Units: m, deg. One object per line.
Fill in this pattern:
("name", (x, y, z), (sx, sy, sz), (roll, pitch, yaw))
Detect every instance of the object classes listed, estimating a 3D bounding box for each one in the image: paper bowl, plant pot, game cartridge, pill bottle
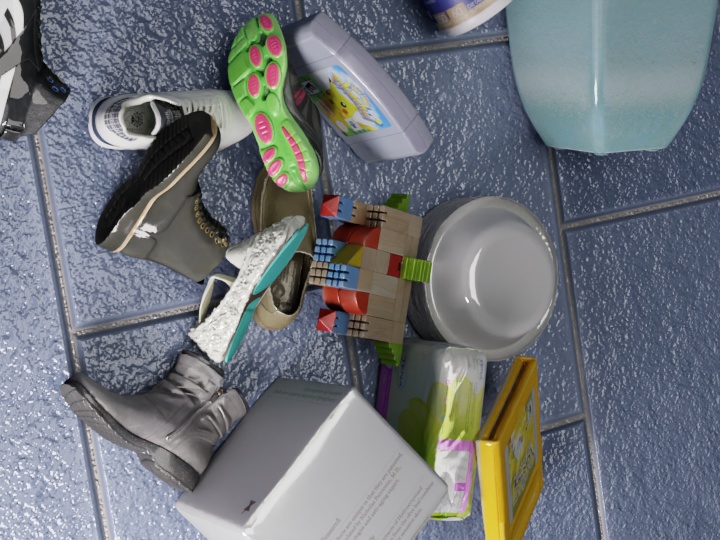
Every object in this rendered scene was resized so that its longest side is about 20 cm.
("paper bowl", (0.157, 0.010, 1.620), (0.199, 0.104, 0.203), (0, 91, -30))
("plant pot", (0.307, -0.250, 1.653), (0.194, 0.196, 0.202), (-6, 102, -28))
("game cartridge", (0.184, 0.233, 1.596), (0.177, 0.032, 0.201), (-55, 142, -51))
("game cartridge", (-0.011, -0.203, 1.507), (0.200, 0.133, 0.041), (46, 64, -21))
("pill bottle", (0.095, -0.389, 1.570), (0.116, 0.115, 0.201), (-42, 109, -21))

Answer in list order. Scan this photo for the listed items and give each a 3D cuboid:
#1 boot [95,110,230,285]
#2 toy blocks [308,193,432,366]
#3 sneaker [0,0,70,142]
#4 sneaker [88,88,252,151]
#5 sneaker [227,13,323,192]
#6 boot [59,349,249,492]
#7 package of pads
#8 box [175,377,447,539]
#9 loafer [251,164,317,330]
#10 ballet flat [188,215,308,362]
("boot", (-0.173, -0.074, 1.412), (0.138, 0.200, 0.078), (26, 41, -30))
("toy blocks", (0.000, 0.000, 1.511), (0.136, 0.099, 0.202), (13, 85, -50))
("sneaker", (-0.341, -0.231, 1.369), (0.111, 0.073, 0.201), (23, 89, -30))
("sneaker", (-0.191, -0.162, 1.441), (0.199, 0.080, 0.077), (-10, 93, -32))
("sneaker", (-0.091, -0.184, 1.475), (0.076, 0.084, 0.202), (-14, 92, 16))
("boot", (-0.223, 0.137, 1.447), (0.200, 0.070, 0.132), (45, 66, -31))
("package of pads", (0.076, 0.182, 1.550), (0.068, 0.154, 0.202), (7, 87, -28))
("box", (-0.056, 0.248, 1.455), (0.171, 0.199, 0.200), (46, 69, -20))
("loafer", (-0.082, -0.031, 1.509), (0.075, 0.067, 0.202), (0, 91, -28))
("ballet flat", (-0.131, 0.013, 1.443), (0.071, 0.072, 0.201), (20, 114, -27))
